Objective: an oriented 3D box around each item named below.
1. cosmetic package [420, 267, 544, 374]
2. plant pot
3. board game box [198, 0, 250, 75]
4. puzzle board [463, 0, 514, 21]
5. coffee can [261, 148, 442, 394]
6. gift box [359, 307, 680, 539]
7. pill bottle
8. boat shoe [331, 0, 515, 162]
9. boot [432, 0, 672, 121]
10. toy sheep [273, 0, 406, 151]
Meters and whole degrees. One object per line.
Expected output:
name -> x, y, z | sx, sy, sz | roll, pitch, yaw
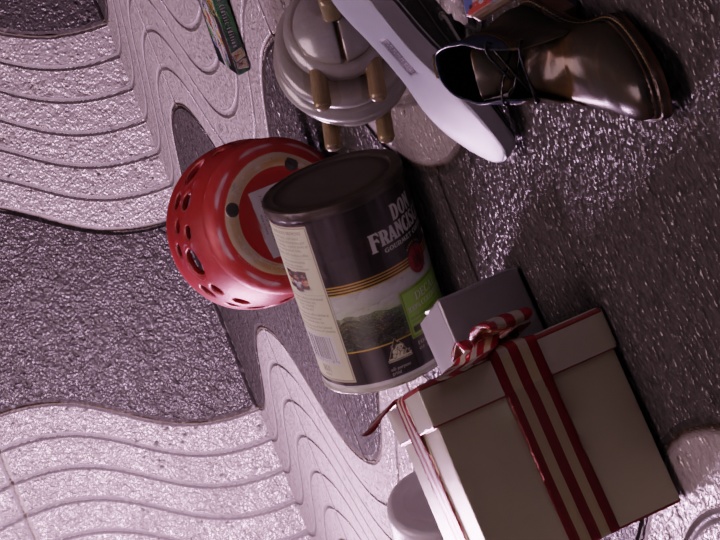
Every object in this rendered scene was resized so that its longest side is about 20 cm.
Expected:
cosmetic package -> 0.131, 0.110, 1.653 | 0.107, 0.089, 0.202 | 126, 124, -77
plant pot -> -0.110, -0.058, 2.206 | 0.202, 0.199, 0.182 | 68, 159, -4
board game box -> -0.194, -0.356, 2.446 | 0.105, 0.023, 0.202 | -132, 22, -65
puzzle board -> 0.110, -0.218, 0.822 | 0.017, 0.199, 0.152 | 25, -134, -45
coffee can -> 0.000, 0.000, 1.899 | 0.146, 0.145, 0.202 | -139, 28, -66
gift box -> 0.117, 0.137, 1.500 | 0.188, 0.198, 0.185 | 67, 164, 7
pill bottle -> 0.100, 0.327, 2.143 | 0.111, 0.110, 0.201 | -127, 18, -50
boat shoe -> 0.061, -0.173, 1.478 | 0.199, 0.068, 0.073 | 45, 161, -11
boot -> 0.121, -0.122, 1.217 | 0.200, 0.096, 0.075 | -135, 25, -64
toy sheep -> -0.014, -0.188, 1.652 | 0.200, 0.137, 0.139 | 88, 157, -70
